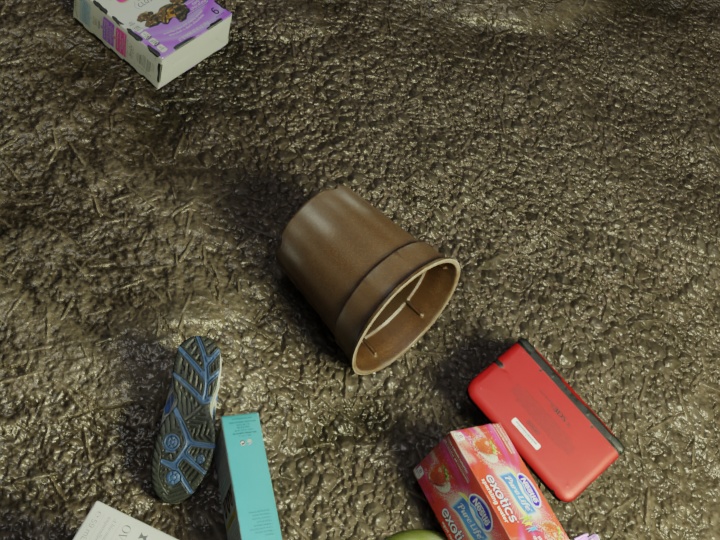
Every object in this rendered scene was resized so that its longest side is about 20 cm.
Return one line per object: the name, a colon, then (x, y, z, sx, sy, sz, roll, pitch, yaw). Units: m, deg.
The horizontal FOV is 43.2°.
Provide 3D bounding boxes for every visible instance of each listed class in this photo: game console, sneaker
game console: (0.256, 0.204, 1.253, 0.172, 0.119, 0.200, -36, 72, -20)
sneaker: (-0.209, 0.187, 1.126, 0.075, 0.077, 0.203, 13, 72, -4)

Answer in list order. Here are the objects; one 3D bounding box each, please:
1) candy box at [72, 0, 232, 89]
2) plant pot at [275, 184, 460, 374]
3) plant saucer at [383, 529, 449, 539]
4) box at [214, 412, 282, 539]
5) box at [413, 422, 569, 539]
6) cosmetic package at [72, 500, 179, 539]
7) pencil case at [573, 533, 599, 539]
candy box: (-0.340, -0.416, 1.486, 0.199, 0.072, 0.168, 39, 55, 9)
plant pot: (0.000, 0.000, 1.250, 0.199, 0.202, 0.198, -31, 63, -32)
plant saucer: (0.087, 0.407, 1.095, 0.197, 0.031, 0.202, 8, 55, -12)
box: (-0.133, 0.279, 1.079, 0.048, 0.083, 0.202, -4, 59, -20)
box: (0.165, 0.301, 1.129, 0.099, 0.096, 0.201, -1, 51, -41)
cosmetic package: (-0.236, 0.385, 0.940, 0.198, 0.124, 0.201, 24, 54, 4)
pencil case: (0.313, 0.421, 1.123, 0.083, 0.086, 0.201, -22, 67, -30)
